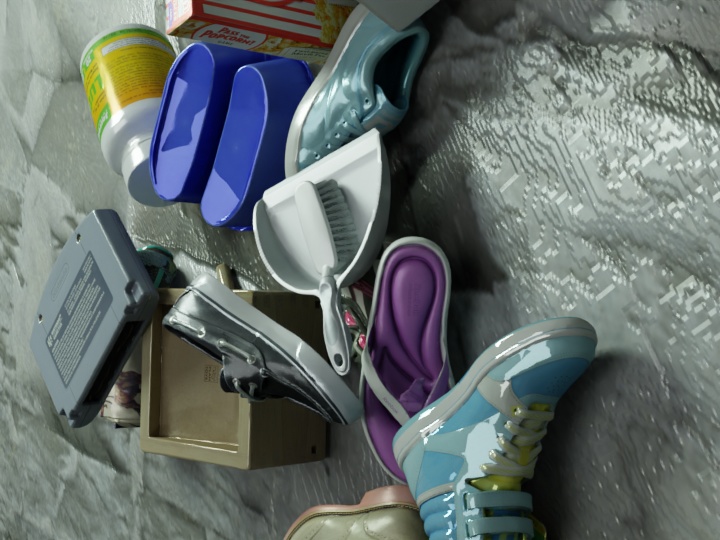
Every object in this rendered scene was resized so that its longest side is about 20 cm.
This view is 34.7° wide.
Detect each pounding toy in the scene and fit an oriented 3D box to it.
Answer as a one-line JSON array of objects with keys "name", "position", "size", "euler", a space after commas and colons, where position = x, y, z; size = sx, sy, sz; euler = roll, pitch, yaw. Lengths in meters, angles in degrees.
[{"name": "pounding toy", "position": [-0.122, 0.083, 1.119], "size": [0.199, 0.142, 0.186], "euler": [0, 88, 42]}]

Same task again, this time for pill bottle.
[{"name": "pill bottle", "position": [-0.238, -0.169, 1.274], "size": [0.111, 0.110, 0.201], "euler": [-54, 44, 35]}]

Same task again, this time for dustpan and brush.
[{"name": "dustpan and brush", "position": [-0.025, -0.008, 0.940], "size": [0.139, 0.057, 0.201], "euler": [-27, 68, 28]}]

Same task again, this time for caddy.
[{"name": "caddy", "position": [-0.120, -0.134, 1.137], "size": [0.141, 0.105, 0.201], "euler": [27, 111, 25]}]

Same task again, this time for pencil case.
[{"name": "pencil case", "position": [-0.251, 0.077, 1.305], "size": [0.077, 0.089, 0.202], "euler": [-5, 78, 16]}]

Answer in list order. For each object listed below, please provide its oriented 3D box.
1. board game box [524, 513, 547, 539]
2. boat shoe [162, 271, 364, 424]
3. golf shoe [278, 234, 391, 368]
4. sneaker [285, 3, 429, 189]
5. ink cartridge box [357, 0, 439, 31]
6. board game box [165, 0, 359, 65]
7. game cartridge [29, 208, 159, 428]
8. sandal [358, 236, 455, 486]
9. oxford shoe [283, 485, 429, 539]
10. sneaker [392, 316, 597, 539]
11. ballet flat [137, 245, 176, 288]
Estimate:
[{"name": "board game box", "position": [0.088, 0.259, 0.894], "size": [0.095, 0.030, 0.201], "euler": [37, 118, 47]}, {"name": "boat shoe", "position": [-0.085, 0.077, 0.944], "size": [0.200, 0.072, 0.068], "euler": [35, 73, 26]}, {"name": "golf shoe", "position": [0.000, 0.000, 1.004], "size": [0.088, 0.077, 0.200], "euler": [-53, 54, 19]}, {"name": "sneaker", "position": [-0.003, -0.136, 0.995], "size": [0.082, 0.074, 0.201], "euler": [41, 115, 49]}, {"name": "ink cartridge box", "position": [0.013, -0.325, 0.930], "size": [0.128, 0.125, 0.201], "euler": [-34, 58, 22]}, {"name": "board game box", "position": [-0.076, -0.266, 1.007], "size": [0.046, 0.199, 0.153], "euler": [-19, 73, 50]}, {"name": "game cartridge", "position": [-0.269, 0.043, 1.145], "size": [0.200, 0.041, 0.134], "euler": [-55, 49, 33]}, {"name": "sandal", "position": [0.036, 0.077, 0.910], "size": [0.050, 0.082, 0.204], "euler": [-58, -36, -81]}, {"name": "oxford shoe", "position": [-0.012, 0.241, 0.972], "size": [0.200, 0.071, 0.074], "euler": [-37, 28, 46]}, {"name": "sneaker", "position": [0.110, 0.132, 0.815], "size": [0.200, 0.079, 0.131], "euler": [-48, 43, 36]}, {"name": "ballet flat", "position": [-0.264, 0.034, 1.201], "size": [0.200, 0.074, 0.075], "euler": [-28, 66, 47]}]
